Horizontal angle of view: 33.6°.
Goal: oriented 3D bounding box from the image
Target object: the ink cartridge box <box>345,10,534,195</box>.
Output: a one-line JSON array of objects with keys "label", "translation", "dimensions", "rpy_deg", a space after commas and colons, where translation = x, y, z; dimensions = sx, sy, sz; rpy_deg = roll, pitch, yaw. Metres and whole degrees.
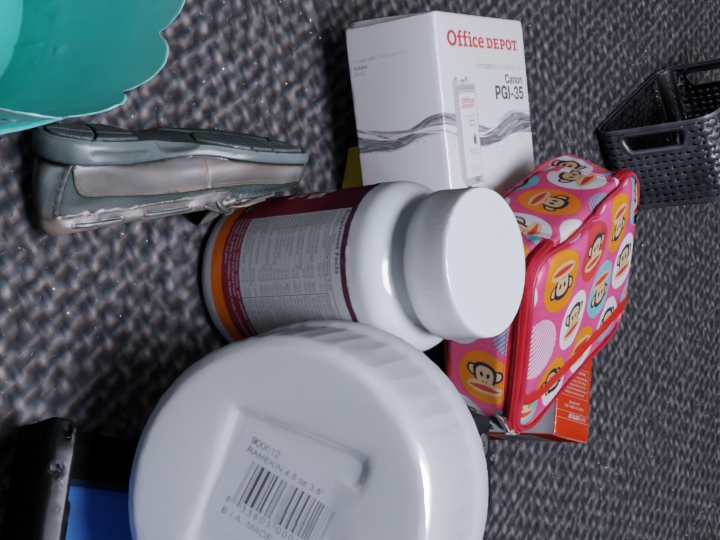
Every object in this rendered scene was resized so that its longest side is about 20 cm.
[{"label": "ink cartridge box", "translation": [0.068, -0.093, 0.922], "dimensions": [0.146, 0.082, 0.202], "rpy_deg": [-12, 97, -55]}]

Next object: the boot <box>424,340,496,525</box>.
[{"label": "boot", "translation": [0.060, 0.115, 0.925], "dimensions": [0.164, 0.065, 0.202], "rpy_deg": [-10, 106, -57]}]

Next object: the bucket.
[{"label": "bucket", "translation": [-0.202, -0.165, 0.590], "dimensions": [0.206, 0.134, 0.209], "rpy_deg": [8, 79, -50]}]

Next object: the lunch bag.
[{"label": "lunch bag", "translation": [0.134, 0.024, 0.883], "dimensions": [0.200, 0.081, 0.178], "rpy_deg": [-37, 137, -46]}]

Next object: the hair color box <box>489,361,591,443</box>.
[{"label": "hair color box", "translation": [0.147, 0.045, 1.035], "dimensions": [0.061, 0.101, 0.202], "rpy_deg": [19, 72, -48]}]

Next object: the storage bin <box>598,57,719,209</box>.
[{"label": "storage bin", "translation": [0.360, -0.152, 1.290], "dimensions": [0.200, 0.134, 0.094], "rpy_deg": [-40, 117, -45]}]

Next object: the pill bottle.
[{"label": "pill bottle", "translation": [0.000, 0.000, 0.776], "dimensions": [0.109, 0.199, 0.111], "rpy_deg": [7, 82, -51]}]

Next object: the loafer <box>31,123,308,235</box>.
[{"label": "loafer", "translation": [-0.119, -0.056, 0.752], "dimensions": [0.199, 0.072, 0.063], "rpy_deg": [-2, 108, -45]}]

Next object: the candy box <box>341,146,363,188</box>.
[{"label": "candy box", "translation": [0.011, 0.016, 0.926], "dimensions": [0.102, 0.026, 0.202], "rpy_deg": [30, 64, -47]}]

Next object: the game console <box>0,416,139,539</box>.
[{"label": "game console", "translation": [-0.143, 0.190, 0.654], "dimensions": [0.115, 0.176, 0.202], "rpy_deg": [10, 77, -21]}]

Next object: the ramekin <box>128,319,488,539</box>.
[{"label": "ramekin", "translation": [-0.033, 0.127, 0.674], "dimensions": [0.098, 0.199, 0.203], "rpy_deg": [13, 76, -74]}]
